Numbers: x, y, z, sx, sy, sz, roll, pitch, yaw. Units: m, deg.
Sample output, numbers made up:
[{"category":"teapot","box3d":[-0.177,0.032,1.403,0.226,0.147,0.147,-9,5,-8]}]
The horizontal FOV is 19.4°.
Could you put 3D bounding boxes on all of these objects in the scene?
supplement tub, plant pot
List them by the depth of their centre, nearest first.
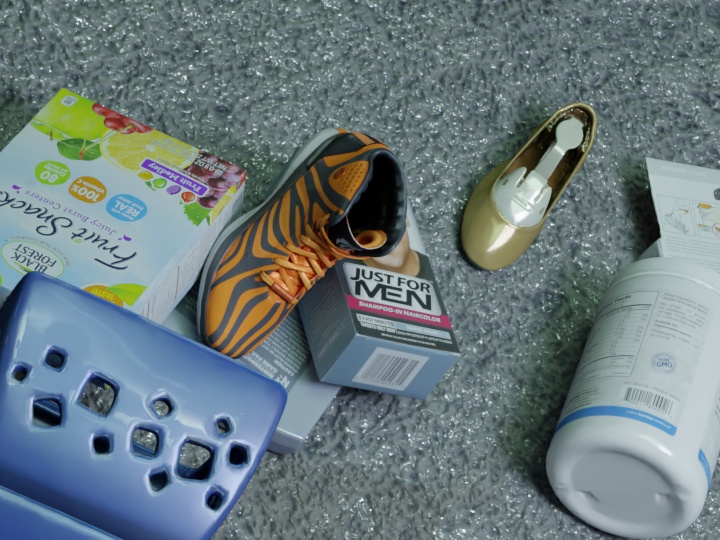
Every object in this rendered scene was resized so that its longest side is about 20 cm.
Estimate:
[{"category":"plant pot","box3d":[-0.186,0.146,1.406,0.199,0.200,0.181,25,58,-11]},{"category":"supplement tub","box3d":[0.235,0.103,1.701,0.131,0.132,0.201,32,49,-6]}]

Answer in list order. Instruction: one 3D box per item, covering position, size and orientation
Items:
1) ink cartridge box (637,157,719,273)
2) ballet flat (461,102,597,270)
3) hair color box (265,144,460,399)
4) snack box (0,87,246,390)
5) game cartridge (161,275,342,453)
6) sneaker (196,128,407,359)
[{"category":"ink cartridge box","box3d":[0.341,-0.005,1.886,0.198,0.044,0.175,8,56,-24]},{"category":"ballet flat","box3d":[0.147,-0.081,1.817,0.068,0.063,0.200,37,50,-2]},{"category":"hair color box","box3d":[0.000,0.000,1.653,0.098,0.061,0.201,12,42,-32]},{"category":"snack box","box3d":[-0.204,-0.027,1.555,0.168,0.068,0.200,23,49,14]},{"category":"game cartridge","box3d":[-0.105,0.046,1.615,0.200,0.041,0.134,38,46,-1]},{"category":"sneaker","box3d":[-0.041,-0.016,1.549,0.077,0.112,0.201,35,84,-32]}]
